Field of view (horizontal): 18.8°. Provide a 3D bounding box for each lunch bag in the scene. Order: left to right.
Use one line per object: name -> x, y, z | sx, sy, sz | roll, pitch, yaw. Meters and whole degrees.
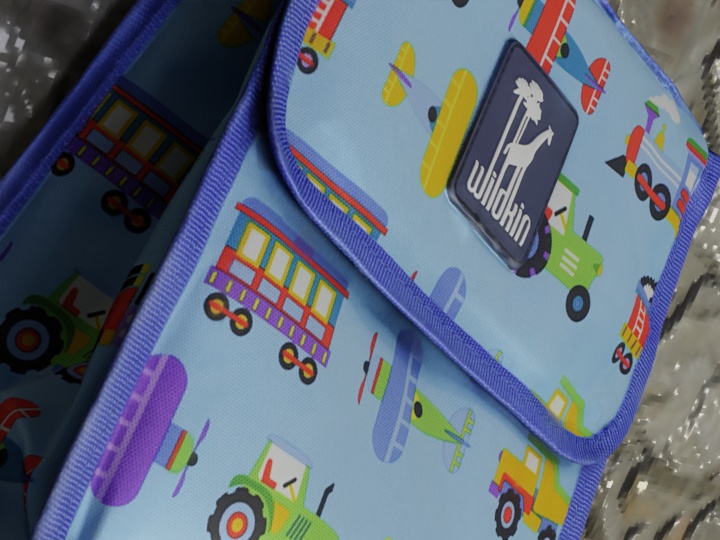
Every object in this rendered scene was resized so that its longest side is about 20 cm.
lunch bag -> 0.000, 0.000, 0.486 | 0.151, 0.094, 0.200 | 39, 74, -39
